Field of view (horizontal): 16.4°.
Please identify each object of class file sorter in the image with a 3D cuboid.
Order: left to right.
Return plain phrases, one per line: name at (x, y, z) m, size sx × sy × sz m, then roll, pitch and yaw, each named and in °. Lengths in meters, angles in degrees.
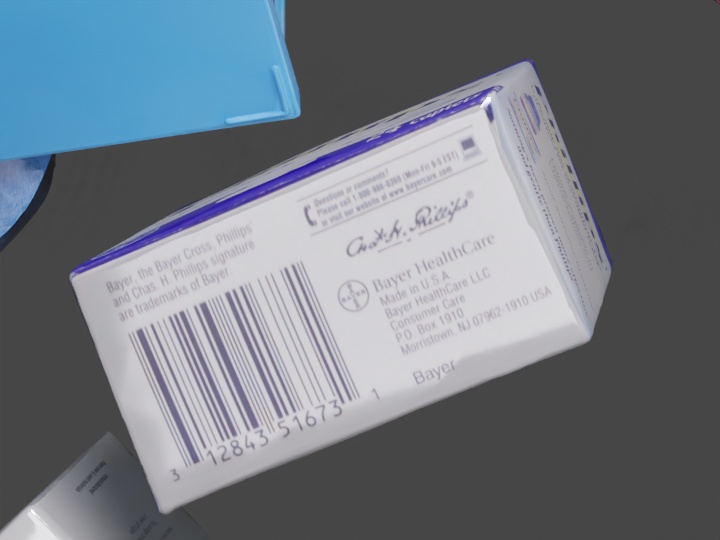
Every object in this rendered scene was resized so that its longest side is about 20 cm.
file sorter at (-0.135, -0.140, 1.045) m, size 0.198 × 0.123 × 0.139 m, roll -8°, pitch 138°, yaw 8°

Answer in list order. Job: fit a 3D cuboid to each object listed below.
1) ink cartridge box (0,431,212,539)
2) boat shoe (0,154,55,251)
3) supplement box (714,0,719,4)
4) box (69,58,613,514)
ink cartridge box at (-0.106, 0.203, 1.102) m, size 0.145 × 0.145 × 0.200 m, roll -43°, pitch 91°, yaw 11°
boat shoe at (-0.211, 0.004, 1.127) m, size 0.199 × 0.069 × 0.085 m, roll -31°, pitch 95°, yaw 8°
supplement box at (0.188, -0.158, 1.011) m, size 0.200 × 0.103 × 0.131 m, roll 40°, pitch 103°, yaw 11°
box at (0.000, 0.000, 1.028) m, size 0.183 × 0.200 × 0.106 m, roll -22°, pitch 94°, yaw 10°
